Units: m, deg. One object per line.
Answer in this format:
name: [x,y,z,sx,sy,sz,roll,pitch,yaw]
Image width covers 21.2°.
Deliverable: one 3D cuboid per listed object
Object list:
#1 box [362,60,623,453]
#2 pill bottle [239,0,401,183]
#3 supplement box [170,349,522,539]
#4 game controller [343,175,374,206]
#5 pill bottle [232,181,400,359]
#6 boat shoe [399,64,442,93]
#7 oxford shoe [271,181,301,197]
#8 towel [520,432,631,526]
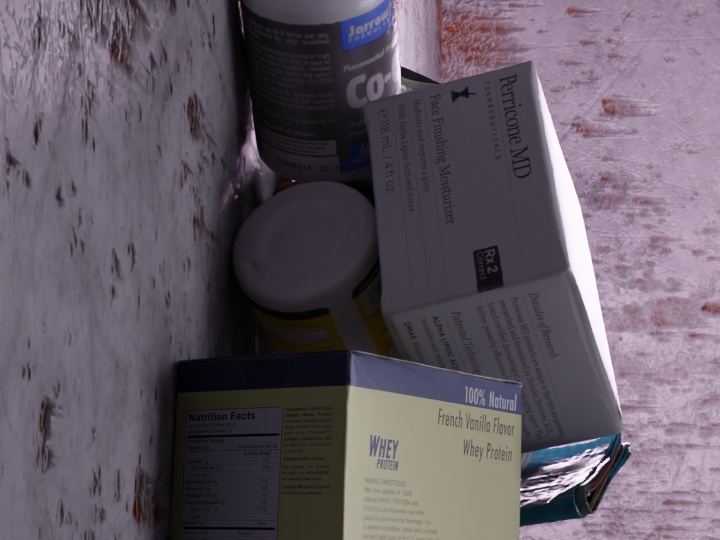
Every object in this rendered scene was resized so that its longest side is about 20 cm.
box: [0.094,-0.002,1.363,0.200,0.130,0.200,65,15,-48]
pill bottle: [-0.028,-0.173,1.390,0.114,0.113,0.201,-82,170,-51]
supplement box: [-0.006,0.161,1.195,0.200,0.134,0.201,14,75,-53]
game controller: [0.000,0.000,1.499,0.042,0.104,0.201,-129,-133,-54]
pill bottle: [-0.013,0.038,1.412,0.200,0.111,0.112,66,23,-47]
boat shoe: [0.008,-0.137,1.546,0.061,0.200,0.072,17,-90,63]
oxford shoe: [-0.039,0.010,1.527,0.201,0.070,0.075,81,17,-52]
towel: [0.081,0.155,1.352,0.147,0.199,0.022,-35,113,-67]
